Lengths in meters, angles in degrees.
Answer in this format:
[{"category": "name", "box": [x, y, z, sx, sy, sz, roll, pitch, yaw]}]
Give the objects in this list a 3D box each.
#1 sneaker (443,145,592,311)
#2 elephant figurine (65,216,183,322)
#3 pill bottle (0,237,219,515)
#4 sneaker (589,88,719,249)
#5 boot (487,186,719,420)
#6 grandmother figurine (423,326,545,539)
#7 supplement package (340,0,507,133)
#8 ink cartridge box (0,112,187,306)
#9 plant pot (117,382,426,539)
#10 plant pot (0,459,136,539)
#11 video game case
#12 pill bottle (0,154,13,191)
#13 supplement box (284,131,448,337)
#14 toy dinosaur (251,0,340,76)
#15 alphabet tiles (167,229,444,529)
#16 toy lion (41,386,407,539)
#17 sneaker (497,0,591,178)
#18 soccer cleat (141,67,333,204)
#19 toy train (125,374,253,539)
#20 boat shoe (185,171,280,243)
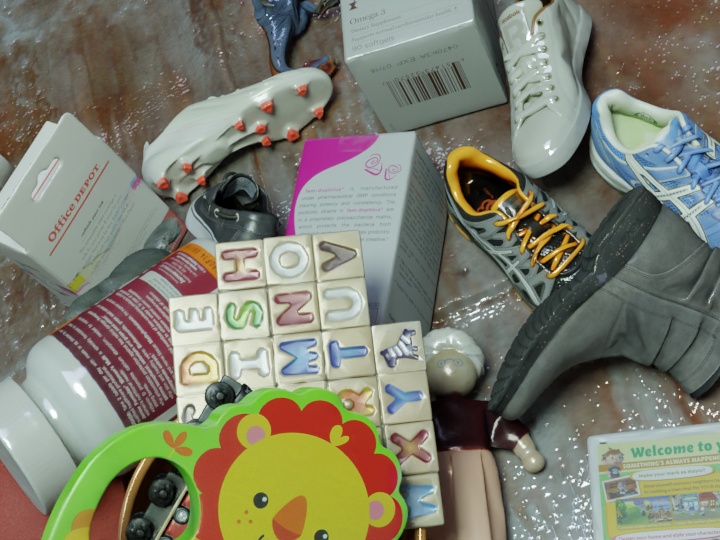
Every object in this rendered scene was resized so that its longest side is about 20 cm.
[{"category": "sneaker", "box": [0.132, -0.026, 0.941, 0.078, 0.077, 0.200, -46, 57, -8]}, {"category": "elephant figurine", "box": [-0.131, 0.077, 0.982, 0.199, 0.141, 0.156, 24, 118, 22]}, {"category": "pill bottle", "box": [-0.160, 0.072, 0.841, 0.200, 0.110, 0.109, -35, 53, -23]}, {"category": "sneaker", "box": [0.246, -0.068, 0.914, 0.076, 0.077, 0.200, -47, 57, -8]}, {"category": "boot", "box": [0.192, 0.053, 0.858, 0.131, 0.070, 0.200, 37, 98, -3]}, {"category": "grandmother figurine", "box": [0.074, 0.135, 0.887, 0.121, 0.061, 0.201, 1, 61, -10]}, {"category": "supplement package", "box": [0.051, -0.244, 1.069, 0.116, 0.117, 0.201, -15, 58, 16]}, {"category": "ink cartridge box", "box": [-0.245, -0.045, 1.036, 0.067, 0.200, 0.117, 19, 71, 30]}, {"category": "plant pot", "box": [-0.059, 0.188, 0.840, 0.199, 0.140, 0.201, 1, 76, -2]}, {"category": "plant pot", "box": [-0.232, 0.230, 0.897, 0.175, 0.200, 0.201, -18, 56, -1]}, {"category": "video game case", "box": [0.256, 0.188, 0.803, 0.199, 0.022, 0.183, -9, 60, 19]}, {"category": "pill bottle", "box": [-0.420, -0.034, 1.160, 0.110, 0.111, 0.201, 17, 71, 30]}, {"category": "supplement box", "box": [0.000, 0.000, 0.967, 0.101, 0.103, 0.201, -1, 64, 24]}, {"category": "toy dinosaur", "box": [-0.067, -0.255, 1.173, 0.104, 0.200, 0.183, 5, 85, -15]}, {"category": "alphabet tiles", "box": [-0.038, 0.074, 0.792, 0.166, 0.008, 0.201, -6, 78, -3]}, {"category": "toy lion", "box": [-0.076, 0.152, 0.721, 0.192, 0.199, 0.069, -66, 17, -13]}, {"category": "sneaker", "box": [0.138, -0.163, 0.985, 0.073, 0.085, 0.201, -28, 38, 37]}, {"category": "soccer cleat", "box": [-0.120, -0.140, 1.118, 0.199, 0.069, 0.078, -30, 52, 9]}, {"category": "toy train", "box": [-0.120, 0.160, 0.753, 0.046, 0.034, 0.201, 31, 84, -5]}, {"category": "boat shoe", "box": [-0.103, -0.048, 1.007, 0.200, 0.070, 0.067, -122, 47, -71]}]
